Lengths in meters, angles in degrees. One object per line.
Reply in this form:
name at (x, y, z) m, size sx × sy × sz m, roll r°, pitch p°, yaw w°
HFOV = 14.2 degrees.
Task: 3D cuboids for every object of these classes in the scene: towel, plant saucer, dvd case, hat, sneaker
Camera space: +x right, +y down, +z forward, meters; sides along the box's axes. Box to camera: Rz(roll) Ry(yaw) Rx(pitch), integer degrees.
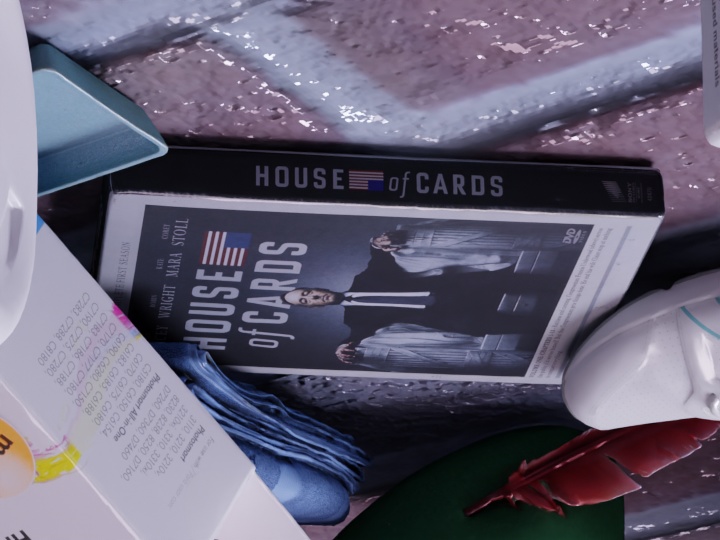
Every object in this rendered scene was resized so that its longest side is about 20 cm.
towel at (-0.079, 0.068, 1.161) m, size 0.111 × 0.049 × 0.200 m, roll -2°, pitch 168°, yaw 19°
plant saucer at (-0.167, -0.035, 1.017) m, size 0.200 × 0.019 × 0.070 m, roll -16°, pitch 151°, yaw 29°
dvd case at (0.000, 0.000, 1.088) m, size 0.199 × 0.025 × 0.150 m, roll 2°, pitch 154°, yaw -8°
hat at (0.075, 0.071, 1.241) m, size 0.199 × 0.177 × 0.166 m, roll 15°, pitch -175°, yaw 1°
sneaker at (0.166, 0.035, 1.086) m, size 0.200 × 0.080 × 0.070 m, roll -18°, pitch 163°, yaw 27°

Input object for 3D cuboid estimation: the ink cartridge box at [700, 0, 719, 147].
ink cartridge box at (0.206, -0.094, 0.819) m, size 0.147 × 0.086 × 0.200 m, roll 11°, pitch 156°, yaw -22°

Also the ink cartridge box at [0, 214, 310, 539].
ink cartridge box at (-0.122, 0.066, 1.020) m, size 0.115 × 0.068 × 0.200 m, roll -25°, pitch 113°, yaw 38°

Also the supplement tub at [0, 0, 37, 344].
supplement tub at (-0.206, -0.038, 0.862) m, size 0.199 × 0.145 × 0.144 m, roll -4°, pitch 154°, yaw 5°
